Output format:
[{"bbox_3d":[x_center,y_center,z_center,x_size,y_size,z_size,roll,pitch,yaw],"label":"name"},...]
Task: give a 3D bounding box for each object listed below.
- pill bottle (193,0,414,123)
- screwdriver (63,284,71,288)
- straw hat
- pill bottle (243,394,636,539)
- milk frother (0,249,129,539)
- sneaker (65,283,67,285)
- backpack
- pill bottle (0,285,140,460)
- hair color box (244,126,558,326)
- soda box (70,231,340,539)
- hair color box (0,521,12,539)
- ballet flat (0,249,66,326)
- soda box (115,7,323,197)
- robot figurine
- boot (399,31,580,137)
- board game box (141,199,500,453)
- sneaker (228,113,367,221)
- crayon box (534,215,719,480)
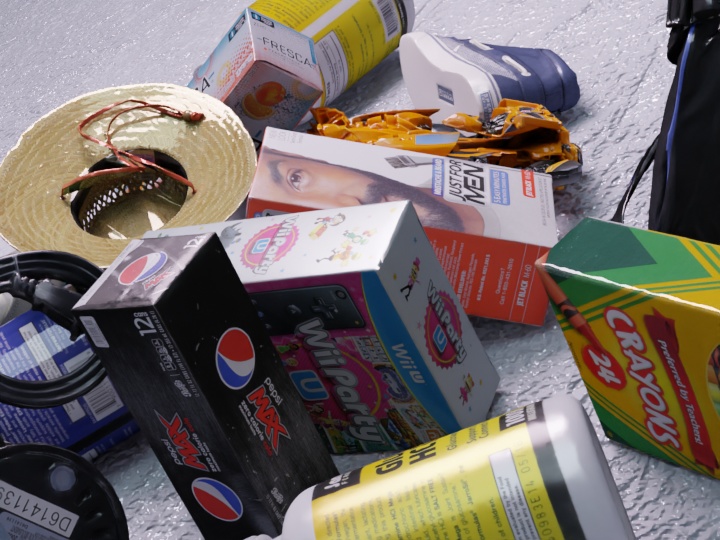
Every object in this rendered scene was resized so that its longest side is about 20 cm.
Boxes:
[{"bbox_3d":[-0.053,-0.203,1.442,0.112,0.113,0.200,10,43,48],"label":"pill bottle"},{"bbox_3d":[-0.170,-0.011,1.171,0.200,0.028,0.029,-42,70,-12],"label":"screwdriver"},{"bbox_3d":[-0.158,-0.039,1.126,0.200,0.085,0.202,-3,43,3],"label":"straw hat"},{"bbox_3d":[0.033,0.145,0.788,0.199,0.113,0.113,-21,28,8],"label":"pill bottle"},{"bbox_3d":[-0.215,0.101,0.938,0.200,0.181,0.188,-50,21,-20],"label":"milk frother"},{"bbox_3d":[-0.177,0.020,1.233,0.199,0.076,0.077,20,45,42],"label":"sneaker"},{"bbox_3d":[0.243,-0.087,0.948,0.153,0.201,0.191,17,32,10],"label":"backpack"},{"bbox_3d":[-0.242,0.100,1.093,0.199,0.112,0.112,-30,28,-11],"label":"pill bottle"},{"bbox_3d":[0.026,-0.031,1.050,0.199,0.064,0.111,8,29,-2],"label":"hair color box"},{"bbox_3d":[-0.079,0.078,0.900,0.063,0.201,0.071,-3,34,34],"label":"soda box"},{"bbox_3d":[-0.181,0.168,0.754,0.061,0.201,0.099,-37,30,-22],"label":"hair color box"},{"bbox_3d":[-0.296,0.047,1.206,0.200,0.064,0.067,-49,51,9],"label":"ballet flat"},{"bbox_3d":[-0.111,-0.099,1.214,0.200,0.063,0.069,-47,36,32],"label":"soda box"},{"bbox_3d":[0.063,-0.088,1.155,0.199,0.059,0.145,-3,17,-6],"label":"robot figurine"},{"bbox_3d":[0.102,-0.158,1.318,0.090,0.073,0.200,-14,26,-14],"label":"boot"},{"bbox_3d":[-0.035,0.041,0.981,0.199,0.148,0.064,-7,38,31],"label":"board game box"},{"bbox_3d":[-0.042,-0.076,1.283,0.115,0.081,0.199,-24,22,-22],"label":"sneaker"},{"bbox_3d":[0.189,0.050,0.810,0.051,0.127,0.200,-39,30,-24],"label":"crayon box"}]
